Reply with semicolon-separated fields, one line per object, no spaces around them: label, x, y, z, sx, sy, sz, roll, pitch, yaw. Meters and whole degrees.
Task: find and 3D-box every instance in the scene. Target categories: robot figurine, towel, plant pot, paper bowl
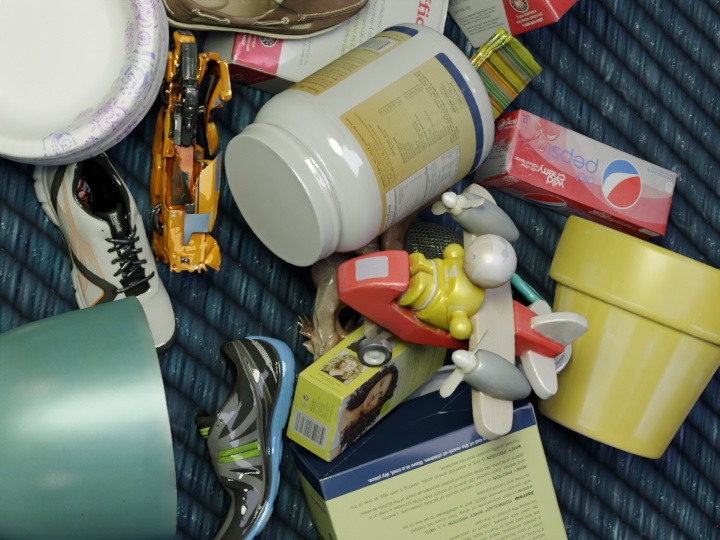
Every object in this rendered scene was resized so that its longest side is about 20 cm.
robot figurine;-0.147;-0.103;1.491;0.058;0.145;0.202;2;96;-15
towel;0.086;-0.129;1.614;0.200;0.018;0.086;-49;144;7
plant pot;0.262;0.069;1.680;0.200;0.201;0.190;18;95;-26
paper bowl;-0.255;-0.186;1.428;0.199;0.104;0.203;0;88;3
plant pot;-0.245;0.131;1.396;0.160;0.200;0.202;-8;90;-15

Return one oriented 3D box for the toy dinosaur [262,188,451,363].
toy dinosaur;0.000;0.000;1.573;0.200;0.086;0.136;-41;135;-22

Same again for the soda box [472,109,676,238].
soda box;0.213;-0.093;1.725;0.199;0.063;0.071;19;78;-27

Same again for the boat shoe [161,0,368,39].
boat shoe;-0.073;-0.233;1.478;0.201;0.075;0.075;-11;93;-26

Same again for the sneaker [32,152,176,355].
sneaker;-0.211;-0.015;1.482;0.074;0.080;0.201;-33;104;-27

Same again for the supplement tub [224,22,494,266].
supplement tub;-0.001;-0.105;1.469;0.199;0.144;0.145;-34;103;-28

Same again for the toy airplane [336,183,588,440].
toy airplane;0.103;0.027;1.470;0.199;0.141;0.200;-30;68;-38

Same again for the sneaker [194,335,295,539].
sneaker;-0.110;0.156;1.539;0.082;0.071;0.201;10;81;-13

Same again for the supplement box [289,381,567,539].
supplement box;0.067;0.228;1.548;0.199;0.134;0.201;-19;102;-10

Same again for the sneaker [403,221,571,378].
sneaker;0.115;0.013;1.611;0.200;0.091;0.078;37;75;18

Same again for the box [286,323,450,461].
box;0.015;0.085;1.542;0.200;0.050;0.076;-38;148;-47

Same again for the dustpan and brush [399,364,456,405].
dustpan and brush;0.050;0.137;1.621;0.199;0.057;0.141;20;83;-10

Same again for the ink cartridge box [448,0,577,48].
ink cartridge box;0.112;-0.322;1.639;0.084;0.144;0.200;-46;108;-24

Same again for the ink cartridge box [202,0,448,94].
ink cartridge box;-0.030;-0.226;1.590;0.199;0.083;0.146;15;81;-27
